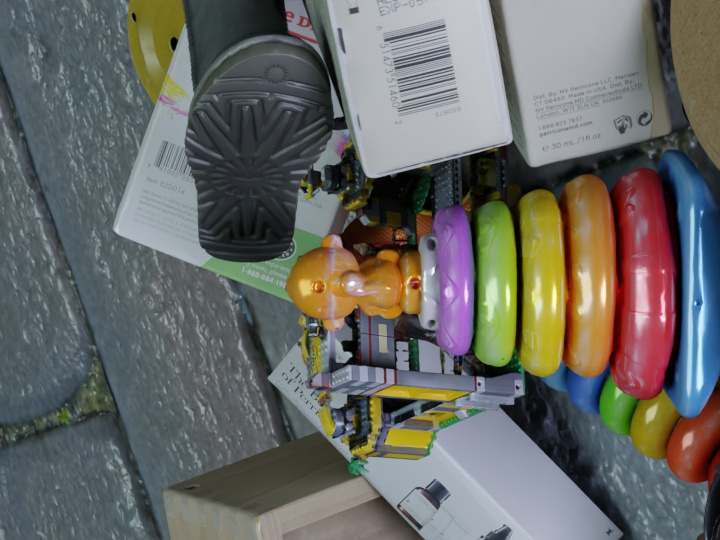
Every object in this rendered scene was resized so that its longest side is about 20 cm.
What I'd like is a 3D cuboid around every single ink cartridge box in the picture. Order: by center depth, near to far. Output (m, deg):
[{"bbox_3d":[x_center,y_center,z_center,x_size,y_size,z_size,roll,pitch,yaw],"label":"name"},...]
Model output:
[{"bbox_3d":[-0.046,-0.095,1.452,0.117,0.067,0.201,21,95,5],"label":"ink cartridge box"}]

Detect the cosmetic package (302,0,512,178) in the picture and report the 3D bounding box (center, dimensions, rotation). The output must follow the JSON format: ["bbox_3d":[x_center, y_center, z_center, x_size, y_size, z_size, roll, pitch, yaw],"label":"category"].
[{"bbox_3d":[0.010,-0.138,1.240,0.200,0.073,0.104,-106,3,-58],"label":"cosmetic package"}]

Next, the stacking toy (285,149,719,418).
[{"bbox_3d":[0.065,0.006,1.228,0.110,0.199,0.117,-100,9,-79],"label":"stacking toy"}]

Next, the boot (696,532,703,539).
[{"bbox_3d":[0.203,0.249,1.342,0.146,0.070,0.200,100,154,-55],"label":"boot"}]

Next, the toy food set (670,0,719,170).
[{"bbox_3d":[0.206,-0.124,1.132,0.198,0.049,0.201,38,114,50],"label":"toy food set"}]

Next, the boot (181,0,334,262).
[{"bbox_3d":[-0.056,-0.128,1.296,0.182,0.072,0.201,114,161,-58],"label":"boot"}]

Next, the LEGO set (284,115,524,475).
[{"bbox_3d":[0.000,0.000,1.327,0.154,0.115,0.201,-12,74,62],"label":"LEGO set"}]

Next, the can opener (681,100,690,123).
[{"bbox_3d":[0.214,-0.037,1.186,0.200,0.063,0.079,41,124,40],"label":"can opener"}]

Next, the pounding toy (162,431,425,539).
[{"bbox_3d":[-0.032,0.206,1.550,0.142,0.184,0.201,10,113,54],"label":"pounding toy"}]

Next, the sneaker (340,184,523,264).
[{"bbox_3d":[0.029,-0.014,1.481,0.200,0.073,0.077,-8,82,50],"label":"sneaker"}]

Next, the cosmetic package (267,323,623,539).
[{"bbox_3d":[0.044,0.101,1.452,0.200,0.051,0.083,45,144,4],"label":"cosmetic package"}]

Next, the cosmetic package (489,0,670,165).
[{"bbox_3d":[0.086,-0.163,1.236,0.104,0.073,0.201,-110,8,-62],"label":"cosmetic package"}]

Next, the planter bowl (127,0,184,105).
[{"bbox_3d":[-0.079,-0.139,1.551,0.200,0.083,0.201,29,127,47],"label":"planter bowl"}]

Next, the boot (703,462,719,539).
[{"bbox_3d":[0.209,0.149,1.213,0.077,0.138,0.201,21,123,49],"label":"boot"}]

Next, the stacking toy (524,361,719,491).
[{"bbox_3d":[0.148,0.060,1.324,0.200,0.085,0.086,44,138,28],"label":"stacking toy"}]
